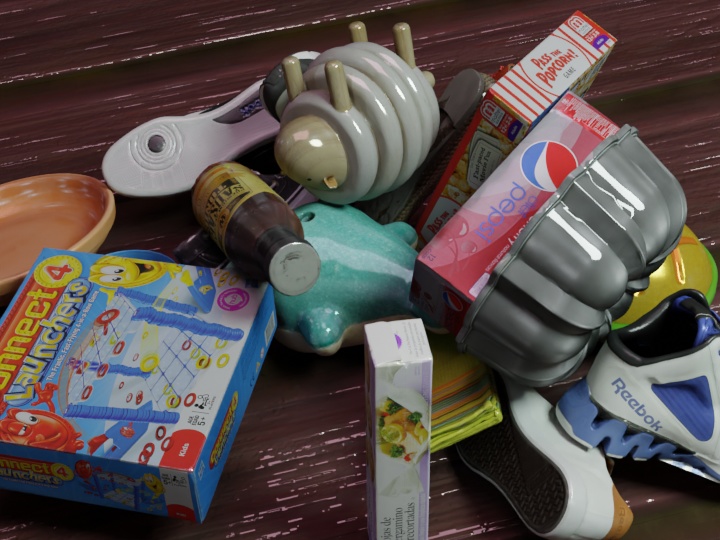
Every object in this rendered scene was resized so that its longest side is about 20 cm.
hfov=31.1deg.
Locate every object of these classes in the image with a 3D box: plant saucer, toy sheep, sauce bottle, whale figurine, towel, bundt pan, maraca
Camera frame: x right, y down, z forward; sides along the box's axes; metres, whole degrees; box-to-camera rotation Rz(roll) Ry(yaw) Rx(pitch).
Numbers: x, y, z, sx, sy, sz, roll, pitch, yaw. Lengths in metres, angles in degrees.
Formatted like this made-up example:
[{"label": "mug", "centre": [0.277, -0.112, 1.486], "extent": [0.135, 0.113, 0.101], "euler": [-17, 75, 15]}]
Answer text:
[{"label": "plant saucer", "centre": [-0.313, -0.023, 1.162], "extent": [0.197, 0.038, 0.201], "euler": [-10, 31, 6]}, {"label": "toy sheep", "centre": [0.002, -0.128, 1.069], "extent": [0.137, 0.140, 0.199], "euler": [28, 43, 32]}, {"label": "sauce bottle", "centre": [-0.081, -0.034, 1.001], "extent": [0.065, 0.067, 0.200], "euler": [-19, 23, -16]}, {"label": "whale figurine", "centre": [0.000, 0.000, 1.052], "extent": [0.198, 0.105, 0.159], "euler": [6, 40, 36]}, {"label": "towel", "centre": [0.057, 0.074, 0.989], "extent": [0.085, 0.018, 0.201], "euler": [-25, 23, 10]}, {"label": "bundt pan", "centre": [0.157, 0.001, 0.907], "extent": [0.076, 0.203, 0.201], "euler": [39, 55, 15]}, {"label": "maraca", "centre": [0.191, -0.005, 1.057], "extent": [0.197, 0.108, 0.138], "euler": [15, 45, 22]}]

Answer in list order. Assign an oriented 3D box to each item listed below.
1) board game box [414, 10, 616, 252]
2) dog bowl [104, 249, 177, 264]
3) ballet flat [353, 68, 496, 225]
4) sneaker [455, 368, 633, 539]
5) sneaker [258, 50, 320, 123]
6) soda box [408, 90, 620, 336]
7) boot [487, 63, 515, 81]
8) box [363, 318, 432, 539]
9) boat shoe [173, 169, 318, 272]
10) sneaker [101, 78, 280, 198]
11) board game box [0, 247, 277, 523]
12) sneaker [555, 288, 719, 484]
[{"label": "board game box", "centre": [0.127, -0.105, 1.104], "extent": [0.046, 0.201, 0.151], "euler": [39, 50, 11]}, {"label": "dog bowl", "centre": [-0.183, 0.064, 1.063], "extent": [0.110, 0.050, 0.201], "euler": [-16, 42, -13]}, {"label": "ballet flat", "centre": [0.057, -0.090, 1.142], "extent": [0.046, 0.201, 0.068], "euler": [22, 24, -38]}, {"label": "sneaker", "centre": [0.131, 0.135, 0.953], "extent": [0.084, 0.073, 0.201], "euler": [18, 22, -28]}, {"label": "sneaker", "centre": [-0.016, -0.127, 1.169], "extent": [0.074, 0.199, 0.080], "euler": [-43, 53, 11]}, {"label": "soda box", "centre": [0.122, -0.041, 0.988], "extent": [0.063, 0.070, 0.200], "euler": [36, 66, 17]}, {"label": "boot", "centre": [0.116, -0.153, 1.238], "extent": [0.197, 0.108, 0.076], "euler": [2, 42, 10]}, {"label": "box", "centre": [0.025, 0.120, 0.861], "extent": [0.038, 0.202, 0.042], "euler": [-6, 41, -6]}, {"label": "boat shoe", "centre": [-0.094, -0.056, 1.151], "extent": [0.072, 0.071, 0.200], "euler": [-33, 14, 42]}, {"label": "sneaker", "centre": [-0.144, -0.111, 1.231], "extent": [0.198, 0.112, 0.074], "euler": [-23, 83, -7]}, {"label": "board game box", "centre": [-0.181, 0.078, 0.966], "extent": [0.193, 0.056, 0.201], "euler": [7, 43, 11]}, {"label": "sneaker", "centre": [0.248, 0.081, 0.913], "extent": [0.196, 0.116, 0.081], "euler": [11, 31, -10]}]
